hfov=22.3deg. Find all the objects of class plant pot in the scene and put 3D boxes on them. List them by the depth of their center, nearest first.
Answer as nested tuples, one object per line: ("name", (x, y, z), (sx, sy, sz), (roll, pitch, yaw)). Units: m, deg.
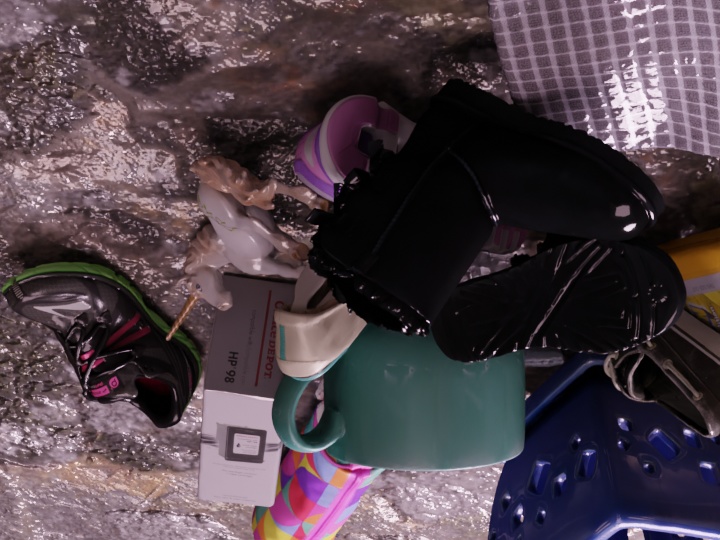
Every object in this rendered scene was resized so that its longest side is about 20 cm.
("plant pot", (0.219, 0.174, 1.474), (0.199, 0.181, 0.200), (11, 143, -25))

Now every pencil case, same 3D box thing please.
("pencil case", (-0.034, 0.192, 1.618), (0.088, 0.089, 0.200), (14, 140, -11))

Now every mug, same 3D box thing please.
("mug", (0.040, 0.078, 1.352), (0.151, 0.115, 0.185), (4, -172, 30))

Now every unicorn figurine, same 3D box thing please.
("unicorn figurine", (-0.082, -0.022, 1.361), (0.136, 0.074, 0.201), (17, 138, 21))

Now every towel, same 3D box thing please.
("towel", (0.170, -0.151, 1.167), (0.164, 0.086, 0.201), (-5, 140, 14))

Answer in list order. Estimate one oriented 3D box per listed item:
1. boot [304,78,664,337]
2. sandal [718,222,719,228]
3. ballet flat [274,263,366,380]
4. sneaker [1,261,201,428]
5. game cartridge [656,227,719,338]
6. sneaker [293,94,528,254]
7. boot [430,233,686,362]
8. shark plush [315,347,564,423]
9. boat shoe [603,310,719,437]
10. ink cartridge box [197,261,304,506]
("boot", (0.072, -0.026, 1.162), (0.198, 0.163, 0.074), (29, 160, 33))
("sandal", (0.293, 0.039, 1.407), (0.045, 0.075, 0.201), (-8, 133, 26))
("ballet flat", (0.000, 0.000, 1.313), (0.069, 0.200, 0.070), (19, 132, 23))
("sneaker", (-0.203, 0.060, 1.470), (0.076, 0.084, 0.200), (-28, 131, 33))
("game cartridge", (0.277, 0.054, 1.316), (0.177, 0.032, 0.200), (57, 162, -3))
("sneaker", (0.034, -0.064, 1.303), (0.199, 0.081, 0.088), (20, 161, -33))
("boot", (0.166, 0.005, 1.268), (0.199, 0.168, 0.077), (-14, 96, 40))
("shark plush", (0.062, 0.085, 1.475), (0.198, 0.084, 0.091), (-3, 158, -7))
("boat shoe", (0.214, 0.060, 1.353), (0.063, 0.200, 0.071), (-34, 123, -15))
("ink cartridge box", (-0.089, 0.086, 1.466), (0.066, 0.116, 0.201), (7, 141, -1))
